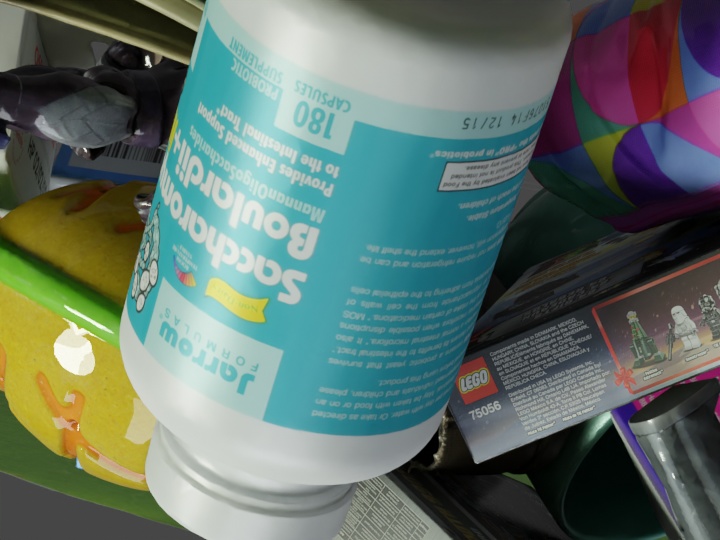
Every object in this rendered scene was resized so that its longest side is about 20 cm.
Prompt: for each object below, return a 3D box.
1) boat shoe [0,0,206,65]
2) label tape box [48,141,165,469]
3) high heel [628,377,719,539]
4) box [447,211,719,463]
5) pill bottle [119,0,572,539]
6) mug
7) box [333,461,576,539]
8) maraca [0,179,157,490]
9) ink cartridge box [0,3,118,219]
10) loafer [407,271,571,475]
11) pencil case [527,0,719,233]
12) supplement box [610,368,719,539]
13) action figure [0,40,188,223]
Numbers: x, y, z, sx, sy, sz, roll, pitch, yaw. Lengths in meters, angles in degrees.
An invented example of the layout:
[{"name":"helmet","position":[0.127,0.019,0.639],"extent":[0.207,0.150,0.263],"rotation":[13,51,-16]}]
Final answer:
[{"name":"boat shoe","position":[-0.102,-0.100,0.905],"extent":[0.199,0.064,0.073],"rotation":[11,167,-14]},{"name":"label tape box","position":[-0.062,0.035,1.219],"extent":[0.143,0.063,0.201],"rotation":[7,124,4]},{"name":"high heel","position":[0.196,0.070,0.937],"extent":[0.199,0.143,0.071],"rotation":[-28,-174,-20]},{"name":"box","position":[0.134,-0.004,0.946],"extent":[0.199,0.040,0.137],"rotation":[-23,-174,22]},{"name":"pill bottle","position":[-0.012,-0.011,0.870],"extent":[0.110,0.201,0.111],"rotation":[13,-153,-7]},{"name":"mug","position":[0.130,0.010,1.114],"extent":[0.185,0.115,0.152],"rotation":[-40,149,15]},{"name":"box","position":[0.065,0.135,1.049],"extent":[0.158,0.049,0.200],"rotation":[25,-168,-47]},{"name":"maraca","position":[-0.094,0.016,1.031],"extent":[0.199,0.107,0.137],"rotation":[27,175,40]},{"name":"ink cartridge box","position":[-0.183,-0.064,1.092],"extent":[0.198,0.068,0.115],"rotation":[7,164,3]},{"name":"loafer","position":[0.000,0.000,1.065],"extent":[0.071,0.200,0.073],"rotation":[-17,145,-44]},{"name":"pencil case","position":[0.129,-0.062,0.884],"extent":[0.088,0.089,0.200],"rotation":[13,168,-23]},{"name":"supplement box","position":[0.208,0.058,1.038],"extent":[0.199,0.104,0.101],"rotation":[-29,149,0]},{"name":"action figure","position":[-0.093,-0.056,0.976],"extent":[0.198,0.070,0.130],"rotation":[1,-170,-23]}]
